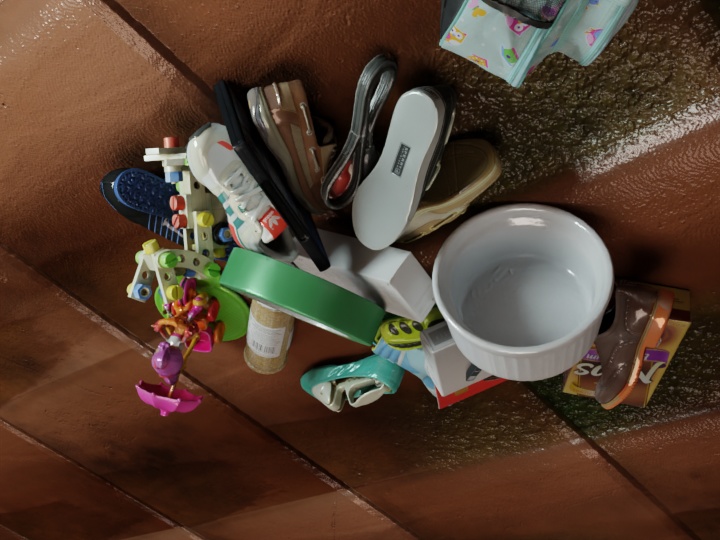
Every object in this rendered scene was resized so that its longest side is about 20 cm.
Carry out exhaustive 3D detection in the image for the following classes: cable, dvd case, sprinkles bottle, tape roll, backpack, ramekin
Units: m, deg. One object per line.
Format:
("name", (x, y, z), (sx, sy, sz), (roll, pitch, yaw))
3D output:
("cable", (-0.008, -0.144, 1.028), (0.050, 0.097, 0.200), (43, 148, 34))
("dvd case", (-0.099, -0.105, 1.059), (0.018, 0.143, 0.200), (-29, 130, 5))
("sprinkles bottle", (-0.125, 0.069, 1.328), (0.068, 0.068, 0.200), (15, 142, -1))
("tape roll", (-0.070, 0.032, 1.136), (0.200, 0.048, 0.200), (23, 175, 2))
("backpack", (0.151, -0.252, 0.768), (0.153, 0.176, 0.200), (28, 144, -10))
("ramekin", (0.187, 0.029, 1.085), (0.200, 0.201, 0.098), (3, 147, 13))

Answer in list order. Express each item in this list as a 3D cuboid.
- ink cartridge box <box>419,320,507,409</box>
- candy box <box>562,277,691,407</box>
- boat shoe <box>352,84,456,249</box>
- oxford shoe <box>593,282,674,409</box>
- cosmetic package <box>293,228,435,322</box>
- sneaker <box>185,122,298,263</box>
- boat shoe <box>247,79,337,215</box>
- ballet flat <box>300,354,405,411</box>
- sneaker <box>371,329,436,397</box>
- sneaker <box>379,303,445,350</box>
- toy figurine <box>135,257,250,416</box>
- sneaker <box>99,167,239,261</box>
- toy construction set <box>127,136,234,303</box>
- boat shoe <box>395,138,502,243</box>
("ink cartridge box", (0.185, 0.105, 1.205), (0.200, 0.045, 0.176), (-23, 136, -6))
("candy box", (0.342, 0.097, 1.225), (0.117, 0.057, 0.200), (10, 142, 5))
("boat shoe", (0.053, -0.109, 1.023), (0.071, 0.064, 0.200), (39, 126, 19))
("oxford shoe", (0.311, 0.089, 1.138), (0.073, 0.071, 0.200), (19, 131, 9))
("cosmetic package", (0.000, 0.000, 1.153), (0.200, 0.051, 0.083), (17, 156, 47))
("sneaker", (-0.123, -0.083, 1.072), (0.093, 0.070, 0.200), (30, 155, 37))
("boat shoe", (-0.059, -0.135, 1.056), (0.072, 0.076, 0.200), (-23, 145, 4))
("ballet flat", (-0.021, 0.175, 1.421), (0.200, 0.070, 0.067), (-19, 131, 35))
("sneaker", (0.083, 0.118, 1.329), (0.130, 0.080, 0.200), (23, 160, 22))
("sneaker", (0.121, 0.044, 1.219), (0.200, 0.084, 0.074), (-10, 134, 0))
("toy figurine", (-0.250, 0.107, 1.321), (0.150, 0.184, 0.200), (8, 140, 8))
("sneaker", (-0.238, -0.074, 1.201), (0.200, 0.070, 0.078), (33, 166, -34))
("toy construction set", (-0.214, -0.063, 1.121), (0.092, 0.131, 0.200), (26, 117, 47))
("boat shoe", (0.087, -0.088, 1.080), (0.066, 0.074, 0.200), (16, 149, -42))
